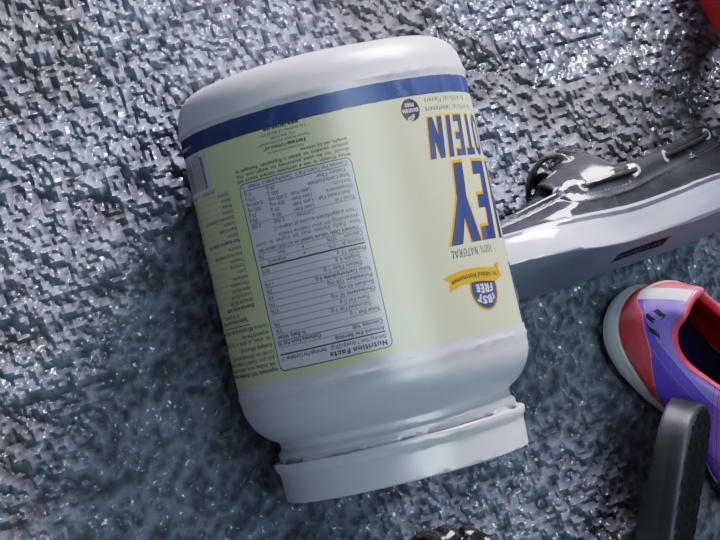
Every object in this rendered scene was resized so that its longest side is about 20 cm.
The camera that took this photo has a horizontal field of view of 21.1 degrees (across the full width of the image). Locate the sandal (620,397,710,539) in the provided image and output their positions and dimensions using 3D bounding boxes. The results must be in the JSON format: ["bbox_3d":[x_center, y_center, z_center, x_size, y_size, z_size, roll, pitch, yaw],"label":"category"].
[{"bbox_3d":[0.145,0.167,1.035,0.075,0.048,0.202,28,73,-67],"label":"sandal"}]

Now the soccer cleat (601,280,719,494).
[{"bbox_3d":[0.219,0.083,1.072,0.200,0.073,0.068,46,67,-13],"label":"soccer cleat"}]

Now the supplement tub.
[{"bbox_3d":[0.000,0.000,0.940,0.144,0.145,0.202,-13,89,-26],"label":"supplement tub"}]

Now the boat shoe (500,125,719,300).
[{"bbox_3d":[0.124,-0.037,1.052,0.199,0.070,0.067,-18,73,-24],"label":"boat shoe"}]

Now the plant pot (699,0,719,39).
[{"bbox_3d":[0.306,-0.142,1.078,0.200,0.200,0.183,-34,100,-25],"label":"plant pot"}]

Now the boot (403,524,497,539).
[{"bbox_3d":[0.036,0.225,0.917,0.079,0.158,0.213,-19,91,-26],"label":"boot"}]
